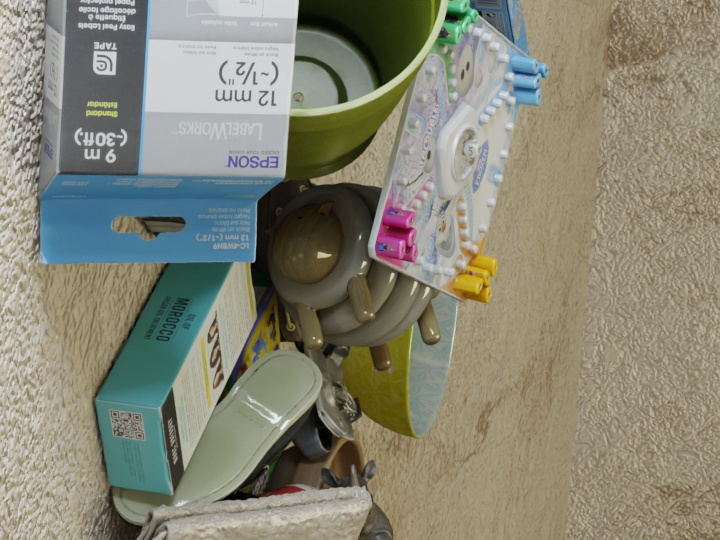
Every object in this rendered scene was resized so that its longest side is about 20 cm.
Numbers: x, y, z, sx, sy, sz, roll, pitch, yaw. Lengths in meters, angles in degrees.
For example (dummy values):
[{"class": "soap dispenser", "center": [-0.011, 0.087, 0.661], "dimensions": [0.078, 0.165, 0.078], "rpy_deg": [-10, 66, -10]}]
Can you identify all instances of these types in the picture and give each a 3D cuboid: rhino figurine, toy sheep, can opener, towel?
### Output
[{"class": "rhino figurine", "center": [-0.001, 0.221, 1.806], "dimensions": [0.088, 0.059, 0.201], "rpy_deg": [-96, 179, -45]}, {"class": "toy sheep", "center": [0.000, 0.000, 1.737], "dimensions": [0.200, 0.137, 0.139], "rpy_deg": [25, 73, -55]}, {"class": "can opener", "center": [-0.047, 0.063, 1.850], "dimensions": [0.053, 0.067, 0.201], "rpy_deg": [40, 26, -45]}, {"class": "towel", "center": [-0.087, 0.217, 1.613], "dimensions": [0.199, 0.034, 0.133], "rpy_deg": [-3, 128, -39]}]

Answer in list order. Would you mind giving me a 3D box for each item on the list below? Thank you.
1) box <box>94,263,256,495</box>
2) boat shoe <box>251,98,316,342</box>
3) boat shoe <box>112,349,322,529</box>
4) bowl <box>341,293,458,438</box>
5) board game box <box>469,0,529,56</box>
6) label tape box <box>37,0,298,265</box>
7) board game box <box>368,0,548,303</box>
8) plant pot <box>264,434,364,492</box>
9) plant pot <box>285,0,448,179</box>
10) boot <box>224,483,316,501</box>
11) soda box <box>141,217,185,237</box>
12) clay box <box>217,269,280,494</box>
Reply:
[{"class": "box", "center": [-0.128, 0.061, 1.607], "dimensions": [0.200, 0.049, 0.083], "rpy_deg": [-66, 158, -49]}, {"class": "boat shoe", "center": [-0.062, -0.043, 1.802], "dimensions": [0.072, 0.059, 0.202], "rpy_deg": [-18, 115, -75]}, {"class": "boat shoe", "center": [-0.105, 0.135, 1.640], "dimensions": [0.199, 0.074, 0.066], "rpy_deg": [-45, 161, -39]}, {"class": "bowl", "center": [0.019, 0.050, 2.085], "dimensions": [0.200, 0.107, 0.202], "rpy_deg": [7, 90, -76]}, {"class": "board game box", "center": [0.027, -0.207, 1.780], "dimensions": [0.151, 0.199, 0.037], "rpy_deg": [71, 29, -63]}, {"class": "label tape box", "center": [-0.116, -0.096, 1.356], "dimensions": [0.066, 0.142, 0.202], "rpy_deg": [-146, -122, -68]}, {"class": "board game box", "center": [0.078, -0.087, 1.684], "dimensions": [0.200, 0.026, 0.201], "rpy_deg": [25, 79, -65]}, {"class": "plant pot", "center": [-0.064, 0.228, 1.876], "dimensions": [0.201, 0.092, 0.202], "rpy_deg": [8, 90, -77]}, {"class": "plant pot", "center": [-0.043, -0.159, 1.590], "dimensions": [0.193, 0.199, 0.202], "rpy_deg": [95, 8, -68]}, {"class": "boot", "center": [-0.112, 0.251, 1.702], "dimensions": [0.144, 0.072, 0.201], "rpy_deg": [4, 115, -63]}, {"class": "soda box", "center": [-0.123, -0.077, 1.504], "dimensions": [0.200, 0.070, 0.064], "rpy_deg": [62, 37, -68]}, {"class": "clay box", "center": [-0.096, 0.112, 1.772], "dimensions": [0.115, 0.047, 0.201], "rpy_deg": [-66, 158, -50]}]
